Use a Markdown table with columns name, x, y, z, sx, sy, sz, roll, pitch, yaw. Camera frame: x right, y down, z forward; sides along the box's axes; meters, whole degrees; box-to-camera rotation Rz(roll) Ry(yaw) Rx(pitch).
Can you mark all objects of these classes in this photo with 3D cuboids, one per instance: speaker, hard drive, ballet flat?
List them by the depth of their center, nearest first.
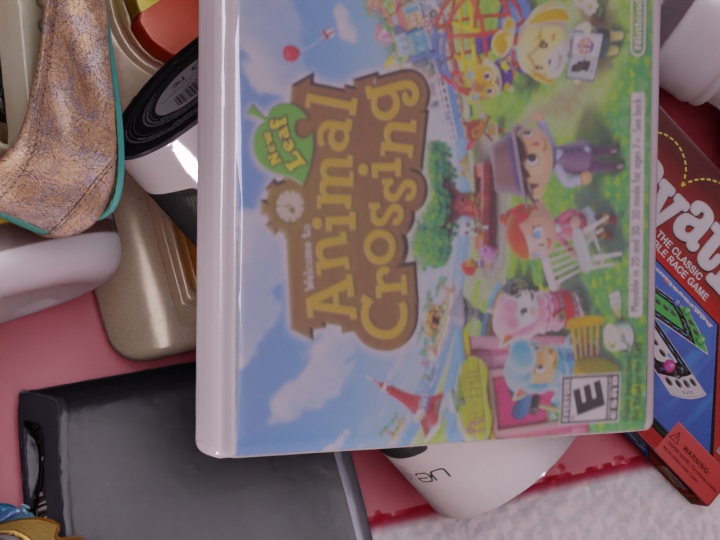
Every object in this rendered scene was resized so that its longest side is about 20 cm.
| name | x | y | z | sx | sy | sz | roll | pitch | yaw |
| --- | --- | --- | --- | --- | --- | --- | --- | --- | --- |
| ballet flat | -0.121 | -0.112 | 0.987 | 0.067 | 0.068 | 0.201 | 5 | 71 | -38 |
| speaker | 0.000 | 0.000 | 1.063 | 0.081 | 0.081 | 0.200 | -47 | 114 | -14 |
| hard drive | -0.053 | 0.133 | 1.082 | 0.134 | 0.042 | 0.201 | -9 | 84 | -13 |

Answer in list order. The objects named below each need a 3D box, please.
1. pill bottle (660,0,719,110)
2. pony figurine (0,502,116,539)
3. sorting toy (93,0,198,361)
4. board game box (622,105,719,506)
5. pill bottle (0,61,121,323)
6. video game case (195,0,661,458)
| name | x | y | z | sx | sy | sz | roll | pitch | yaw |
| --- | --- | --- | --- | --- | --- | --- | --- | --- | --- |
| pill bottle | 0.215 | -0.062 | 1.130 | 0.200 | 0.111 | 0.111 | 32 | 77 | -5 |
| pony figurine | -0.195 | 0.138 | 0.979 | 0.192 | 0.200 | 0.167 | -19 | 93 | 17 |
| sorting toy | -0.023 | -0.075 | 1.123 | 0.199 | 0.036 | 0.186 | -14 | 85 | -13 |
| board game box | 0.101 | -0.011 | 1.128 | 0.200 | 0.019 | 0.103 | 45 | 75 | -14 |
| pill bottle | -0.165 | -0.079 | 1.057 | 0.109 | 0.109 | 0.201 | -15 | 85 | -13 |
| video game case | 0.027 | -0.037 | 1.015 | 0.181 | 0.022 | 0.201 | -2 | 96 | -27 |
